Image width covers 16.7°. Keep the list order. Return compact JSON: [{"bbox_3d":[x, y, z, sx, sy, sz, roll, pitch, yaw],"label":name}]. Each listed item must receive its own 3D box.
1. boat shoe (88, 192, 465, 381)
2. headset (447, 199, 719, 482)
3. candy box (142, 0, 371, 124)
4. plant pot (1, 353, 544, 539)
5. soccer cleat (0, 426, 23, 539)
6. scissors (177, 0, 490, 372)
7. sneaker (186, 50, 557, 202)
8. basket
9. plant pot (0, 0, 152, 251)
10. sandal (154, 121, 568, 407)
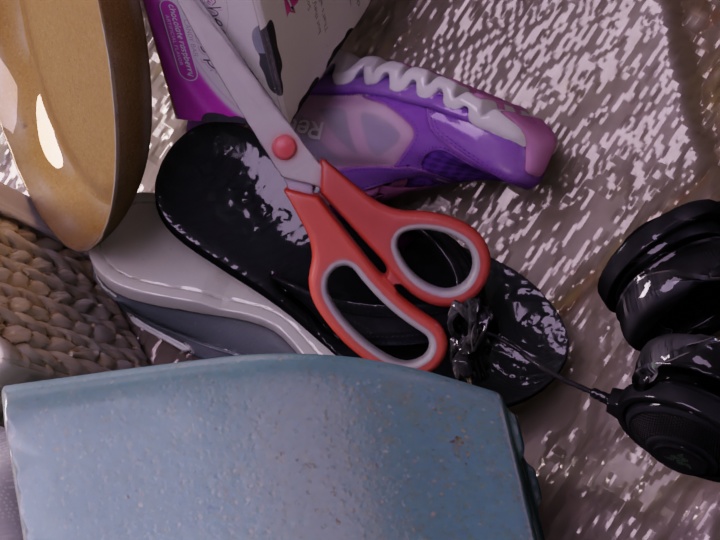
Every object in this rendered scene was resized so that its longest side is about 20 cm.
[{"bbox_3d":[-0.029,0.021,1.129,0.199,0.062,0.073,19,65,7],"label":"boat shoe"},{"bbox_3d":[0.136,0.025,1.026,0.199,0.094,0.124,-6,62,2],"label":"headset"},{"bbox_3d":[-0.033,-0.177,1.096,0.061,0.137,0.200,5,40,23],"label":"candy box"},{"bbox_3d":[-0.016,0.140,1.023,0.199,0.196,0.197,-15,69,4],"label":"plant pot"},{"bbox_3d":[-0.145,0.143,1.082,0.069,0.200,0.087,10,56,10],"label":"soccer cleat"},{"bbox_3d":[-0.030,-0.038,1.031,0.200,0.014,0.073,41,97,-8],"label":"scissors"},{"bbox_3d":[-0.003,-0.056,1.136,0.199,0.080,0.089,14,87,30],"label":"sneaker"},{"bbox_3d":[-0.189,0.043,1.116,0.135,0.200,0.124,-39,71,8],"label":"basket"},{"bbox_3d":[-0.133,-0.109,1.086,0.027,0.200,0.201,-14,64,-21],"label":"plant pot"},{"bbox_3d":[-0.001,0.001,1.074,0.200,0.048,0.076,28,75,2],"label":"sandal"}]
